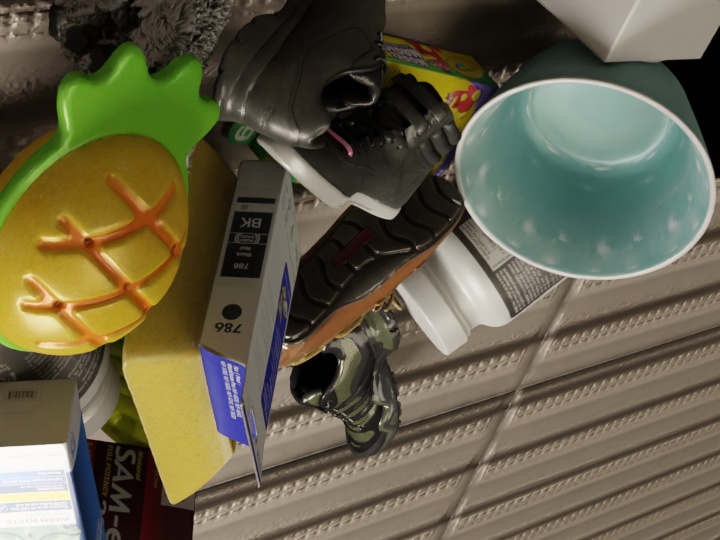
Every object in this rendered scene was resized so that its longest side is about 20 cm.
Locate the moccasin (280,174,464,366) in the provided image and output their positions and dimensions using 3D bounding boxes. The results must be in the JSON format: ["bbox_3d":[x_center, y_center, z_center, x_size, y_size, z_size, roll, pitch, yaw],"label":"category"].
[{"bbox_3d":[0.001,0.001,1.119,0.202,0.073,0.078,-47,167,-21],"label":"moccasin"}]

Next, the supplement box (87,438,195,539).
[{"bbox_3d":[-0.224,0.181,1.089,0.198,0.110,0.061,10,132,-11],"label":"supplement box"}]

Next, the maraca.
[{"bbox_3d":[-0.151,-0.037,0.841,0.136,0.107,0.201,1,122,-52],"label":"maraca"}]

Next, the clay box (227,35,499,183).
[{"bbox_3d":[0.003,-0.117,1.093,0.199,0.048,0.115,2,130,-48],"label":"clay box"}]

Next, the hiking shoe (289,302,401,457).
[{"bbox_3d":[-0.020,0.100,1.330,0.100,0.076,0.202,-18,134,-17],"label":"hiking shoe"}]

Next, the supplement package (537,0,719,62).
[{"bbox_3d":[0.222,-0.267,1.063,0.120,0.120,0.201,-9,136,-41],"label":"supplement package"}]

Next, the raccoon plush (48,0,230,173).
[{"bbox_3d":[-0.103,-0.142,0.919,0.199,0.097,0.134,-36,156,-6],"label":"raccoon plush"}]

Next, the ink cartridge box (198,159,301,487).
[{"bbox_3d":[-0.074,0.032,0.973,0.039,0.202,0.100,2,140,6],"label":"ink cartridge box"}]

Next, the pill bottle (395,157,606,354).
[{"bbox_3d":[0.125,-0.025,1.268,0.199,0.117,0.117,-37,148,-5],"label":"pill bottle"}]

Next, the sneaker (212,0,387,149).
[{"bbox_3d":[-0.014,-0.152,0.948,0.201,0.090,0.076,-57,170,-27],"label":"sneaker"}]

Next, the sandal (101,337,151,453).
[{"bbox_3d":[-0.162,0.043,1.111,0.087,0.079,0.201,-50,158,-44],"label":"sandal"}]

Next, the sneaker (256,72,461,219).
[{"bbox_3d":[0.004,-0.096,1.002,0.099,0.071,0.200,-50,159,13],"label":"sneaker"}]

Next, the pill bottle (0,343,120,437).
[{"bbox_3d":[-0.235,0.042,0.983,0.110,0.111,0.200,-35,148,-6],"label":"pill bottle"}]

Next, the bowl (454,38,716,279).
[{"bbox_3d":[0.180,-0.101,1.139,0.202,0.198,0.106,97,9,-48],"label":"bowl"}]

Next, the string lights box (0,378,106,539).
[{"bbox_3d":[-0.226,0.164,0.966,0.101,0.059,0.202,-3,130,-2],"label":"string lights box"}]

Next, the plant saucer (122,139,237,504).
[{"bbox_3d":[-0.109,0.035,1.035,0.048,0.202,0.201,4,144,7],"label":"plant saucer"}]

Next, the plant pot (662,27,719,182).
[{"bbox_3d":[0.330,-0.189,1.242,0.199,0.187,0.188,-23,147,-48],"label":"plant pot"}]
